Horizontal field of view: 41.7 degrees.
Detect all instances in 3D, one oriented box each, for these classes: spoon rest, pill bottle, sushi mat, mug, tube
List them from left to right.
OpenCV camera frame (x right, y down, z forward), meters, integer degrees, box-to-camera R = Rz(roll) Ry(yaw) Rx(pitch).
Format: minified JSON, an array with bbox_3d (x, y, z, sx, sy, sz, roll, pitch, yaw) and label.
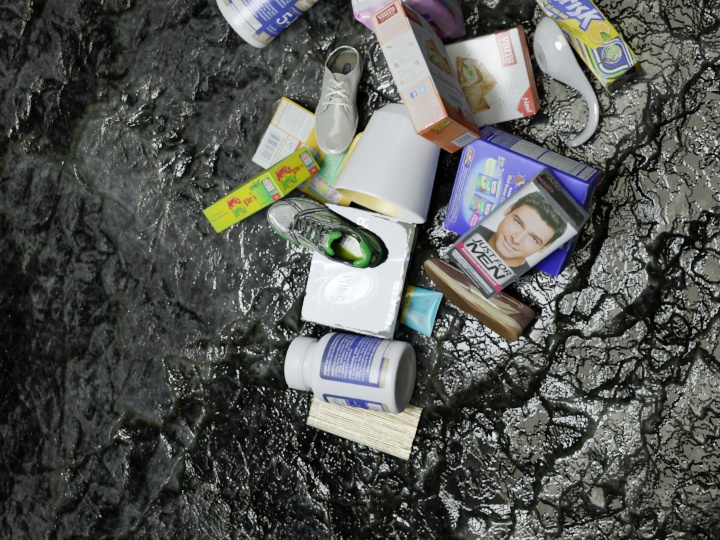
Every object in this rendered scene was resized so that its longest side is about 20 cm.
[{"bbox_3d":[-0.132,-0.481,1.583,0.200,0.120,0.120,-36,79,20],"label":"pill bottle"},{"bbox_3d":[-0.018,0.166,1.573,0.200,0.120,0.120,7,95,21],"label":"pill bottle"},{"bbox_3d":[0.004,0.250,1.625,0.200,0.012,0.096,16,99,20],"label":"sushi mat"},{"bbox_3d":[0.036,0.041,1.590,0.200,0.050,0.078,20,111,15],"label":"tube"},{"bbox_3d":[0.038,-0.175,1.456,0.186,0.149,0.153,19,87,24],"label":"mug"},{"bbox_3d":[0.317,-0.293,1.446,0.061,0.099,0.200,-20,99,-3],"label":"spoon rest"}]

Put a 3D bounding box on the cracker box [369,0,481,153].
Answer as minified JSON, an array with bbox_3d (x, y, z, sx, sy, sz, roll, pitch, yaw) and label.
[{"bbox_3d":[0.096,-0.282,1.379,0.058,0.134,0.200,-28,73,23],"label":"cracker box"}]

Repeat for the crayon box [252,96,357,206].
[{"bbox_3d":[-0.072,-0.194,1.616,0.200,0.052,0.126,33,104,18],"label":"crayon box"}]

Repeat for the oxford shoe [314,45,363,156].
[{"bbox_3d":[-0.037,-0.285,1.561,0.075,0.058,0.200,7,74,9],"label":"oxford shoe"}]

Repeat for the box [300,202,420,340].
[{"bbox_3d":[0.000,0.000,1.552,0.160,0.044,0.200,13,95,11],"label":"box"}]

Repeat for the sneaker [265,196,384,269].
[{"bbox_3d":[-0.059,-0.063,1.495,0.200,0.085,0.078,22,96,10],"label":"sneaker"}]

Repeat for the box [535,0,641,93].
[{"bbox_3d":[0.340,-0.369,1.434,0.064,0.070,0.200,-39,79,16],"label":"box"}]

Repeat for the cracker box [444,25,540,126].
[{"bbox_3d":[0.170,-0.293,1.488,0.200,0.058,0.134,-11,104,21],"label":"cracker box"}]

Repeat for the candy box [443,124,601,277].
[{"bbox_3d":[0.246,-0.108,1.449,0.200,0.077,0.169,27,126,20],"label":"candy box"}]

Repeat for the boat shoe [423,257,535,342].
[{"bbox_3d":[0.192,0.032,1.521,0.200,0.072,0.072,36,74,27],"label":"boat shoe"}]

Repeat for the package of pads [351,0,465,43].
[{"bbox_3d":[0.076,-0.405,1.466,0.120,0.200,0.076,-15,79,22],"label":"package of pads"}]

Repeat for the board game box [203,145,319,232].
[{"bbox_3d":[-0.168,-0.134,1.586,0.200,0.102,0.048,-22,105,47],"label":"board game box"}]

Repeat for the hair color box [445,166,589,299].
[{"bbox_3d":[0.230,-0.052,1.401,0.099,0.061,0.200,48,132,0],"label":"hair color box"}]
